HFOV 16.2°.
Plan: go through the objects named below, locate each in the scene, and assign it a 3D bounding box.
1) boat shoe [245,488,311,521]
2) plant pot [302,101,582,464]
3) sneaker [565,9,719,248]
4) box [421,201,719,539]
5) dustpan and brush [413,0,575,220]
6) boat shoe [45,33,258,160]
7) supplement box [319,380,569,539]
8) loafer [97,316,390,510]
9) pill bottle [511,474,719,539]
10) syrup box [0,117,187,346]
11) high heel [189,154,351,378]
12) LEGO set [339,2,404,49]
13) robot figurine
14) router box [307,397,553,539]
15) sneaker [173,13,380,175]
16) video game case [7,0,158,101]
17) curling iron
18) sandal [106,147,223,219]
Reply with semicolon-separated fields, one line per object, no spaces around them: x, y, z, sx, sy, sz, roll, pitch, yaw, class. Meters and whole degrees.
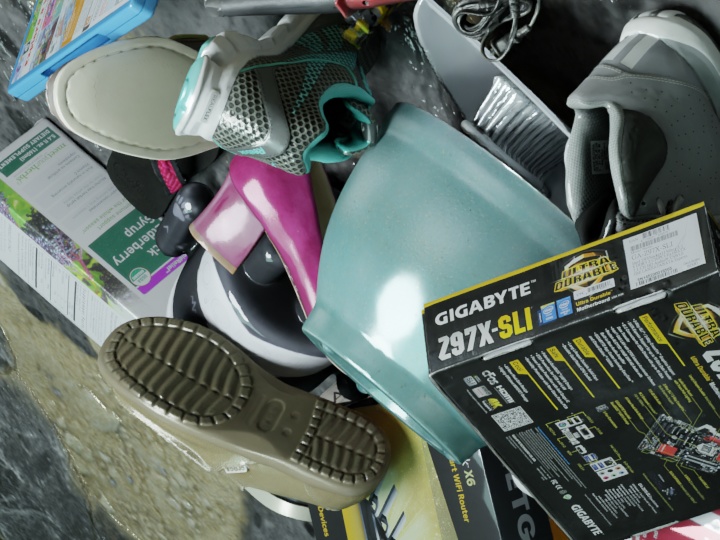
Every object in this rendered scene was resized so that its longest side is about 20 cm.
-0.082;0.115;1.875;0.200;0.072;0.068;30;110;43;boat shoe
0.052;0.022;1.414;0.200;0.134;0.200;41;176;4;plant pot
0.164;-0.023;1.297;0.200;0.115;0.075;57;150;-13;sneaker
0.145;0.061;1.308;0.159;0.050;0.200;-22;138;19;box
0.096;-0.057;1.400;0.140;0.057;0.200;47;-174;35;dustpan and brush
-0.104;-0.107;1.503;0.059;0.199;0.072;12;106;52;boat shoe
0.065;0.156;1.691;0.200;0.073;0.126;27;143;35;supplement box
-0.077;0.098;1.575;0.199;0.076;0.068;28;144;15;loafer
0.188;0.127;1.448;0.200;0.113;0.113;26;144;36;pill bottle
-0.188;-0.010;1.836;0.200;0.079;0.082;39;149;18;syrup box
0.000;0.000;1.498;0.200;0.096;0.067;38;-163;-9;high heel
-0.026;-0.198;1.349;0.154;0.116;0.200;49;151;-1;LEGO set
-0.052;0.014;1.638;0.200;0.124;0.151;134;123;-61;robot figurine
0.047;0.175;1.598;0.157;0.052;0.201;-13;92;42;router box
-0.026;-0.094;1.412;0.091;0.200;0.078;29;117;14;sneaker
-0.151;-0.191;1.519;0.018;0.144;0.200;23;159;-23;video game case
0.002;-0.137;1.329;0.199;0.026;0.050;5;116;28;curling iron
-0.141;-0.080;1.723;0.075;0.045;0.200;46;151;6;sandal
